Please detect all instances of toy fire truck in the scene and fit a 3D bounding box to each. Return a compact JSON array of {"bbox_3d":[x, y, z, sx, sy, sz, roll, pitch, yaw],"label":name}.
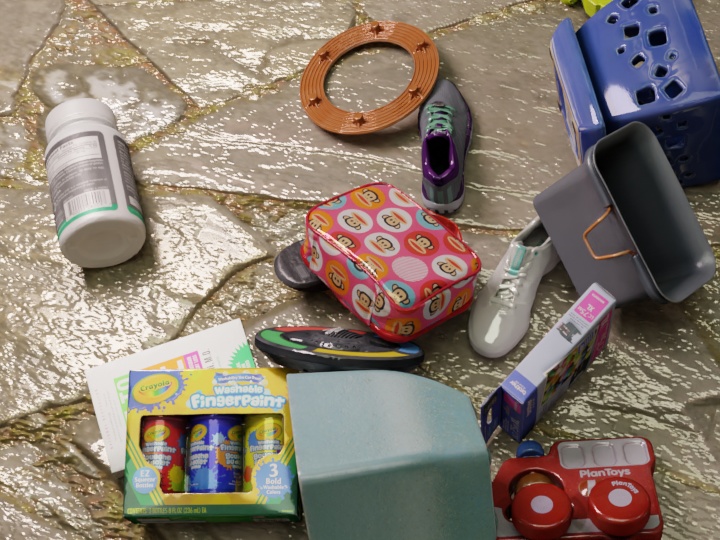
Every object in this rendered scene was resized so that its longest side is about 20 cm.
[{"bbox_3d":[0.231,0.253,1.447,0.197,0.113,0.169,-4,36,4],"label":"toy fire truck"}]

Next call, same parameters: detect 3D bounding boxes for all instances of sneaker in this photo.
[{"bbox_3d":[0.109,-0.178,1.700,0.073,0.088,0.203,-3,61,5],"label":"sneaker"},{"bbox_3d":[0.186,0.006,1.588,0.074,0.089,0.201,23,66,17],"label":"sneaker"}]

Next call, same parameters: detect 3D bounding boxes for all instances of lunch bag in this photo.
[{"bbox_3d":[0.043,-0.020,1.571,0.175,0.083,0.200,-26,55,-33],"label":"lunch bag"}]

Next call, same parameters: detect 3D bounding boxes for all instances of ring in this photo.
[{"bbox_3d":[0.010,-0.266,1.778,0.197,0.019,0.203,-10,52,13],"label":"ring"}]

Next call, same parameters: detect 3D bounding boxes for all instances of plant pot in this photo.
[{"bbox_3d":[0.037,0.223,1.390,0.197,0.199,0.196,-10,28,-2],"label":"plant pot"},{"bbox_3d":[0.340,-0.215,1.637,0.177,0.201,0.202,-16,60,6],"label":"plant pot"}]

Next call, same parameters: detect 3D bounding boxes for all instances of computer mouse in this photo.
[{"bbox_3d":[0.000,0.000,1.641,0.198,0.046,0.141,-27,57,-21],"label":"computer mouse"}]

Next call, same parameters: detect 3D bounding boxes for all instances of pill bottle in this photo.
[{"bbox_3d":[-0.347,-0.115,1.706,0.111,0.114,0.202,-15,60,-2],"label":"pill bottle"}]

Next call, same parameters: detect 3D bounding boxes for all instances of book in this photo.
[{"bbox_3d":[-0.217,0.154,1.584,0.197,0.048,0.135,-19,66,-5],"label":"book"}]

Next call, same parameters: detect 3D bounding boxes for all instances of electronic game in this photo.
[{"bbox_3d":[-0.024,0.088,1.520,0.197,0.200,0.042,6,96,10],"label":"electronic game"}]

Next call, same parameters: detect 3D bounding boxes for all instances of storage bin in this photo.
[{"bbox_3d":[0.292,-0.043,1.533,0.145,0.134,0.202,-27,89,-40],"label":"storage bin"}]

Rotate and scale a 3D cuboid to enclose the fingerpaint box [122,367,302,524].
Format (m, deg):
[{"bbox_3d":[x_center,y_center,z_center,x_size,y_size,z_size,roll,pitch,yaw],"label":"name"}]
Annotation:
[{"bbox_3d":[-0.165,0.200,1.505,0.197,0.073,0.170,0,73,2],"label":"fingerpaint box"}]

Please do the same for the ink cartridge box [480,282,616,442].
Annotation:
[{"bbox_3d":[0.213,0.118,1.504,0.042,0.120,0.200,40,72,23],"label":"ink cartridge box"}]

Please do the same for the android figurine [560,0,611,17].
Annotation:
[{"bbox_3d":[0.358,-0.413,1.828,0.179,0.041,0.202,-13,60,-1],"label":"android figurine"}]
